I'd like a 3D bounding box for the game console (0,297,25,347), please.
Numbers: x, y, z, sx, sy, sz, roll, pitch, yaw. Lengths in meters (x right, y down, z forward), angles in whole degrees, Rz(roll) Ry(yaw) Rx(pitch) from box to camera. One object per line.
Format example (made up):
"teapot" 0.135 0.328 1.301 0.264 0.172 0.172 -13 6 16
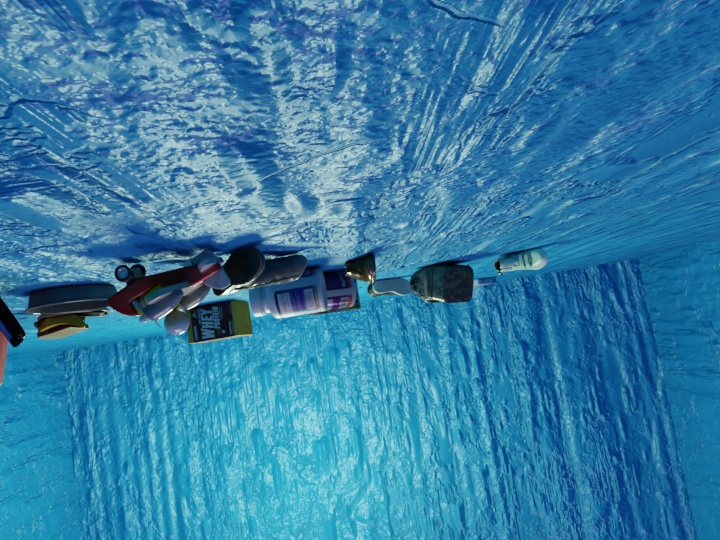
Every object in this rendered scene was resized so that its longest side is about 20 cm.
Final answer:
"game console" -0.717 0.089 0.986 0.118 0.173 0.199 -37 -169 -35

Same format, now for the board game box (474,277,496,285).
"board game box" 0.678 0.075 3.173 0.150 0.037 0.199 -15 171 44

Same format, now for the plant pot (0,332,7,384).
"plant pot" -0.976 0.206 1.344 0.198 0.179 0.200 -9 174 -1

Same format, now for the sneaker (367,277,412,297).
"sneaker" 0.116 0.071 2.220 0.198 0.072 0.099 1 171 -29

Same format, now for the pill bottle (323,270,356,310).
"pill bottle" -0.122 0.065 1.616 0.198 0.113 0.111 -6 173 -22

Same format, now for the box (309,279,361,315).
"box" -0.094 0.092 1.895 0.198 0.111 0.035 -5 172 -37

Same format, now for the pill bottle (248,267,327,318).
"pill bottle" -0.195 0.065 1.473 0.198 0.121 0.120 -9 174 2

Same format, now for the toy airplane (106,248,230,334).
"toy airplane" -0.329 0.043 0.983 0.198 0.143 0.199 -10 -178 45

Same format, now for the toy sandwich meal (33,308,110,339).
"toy sandwich meal" -0.809 0.145 1.525 0.203 0.071 0.205 -9 174 -1

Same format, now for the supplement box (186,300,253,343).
"supplement box" -0.544 0.200 2.101 0.198 0.134 0.197 -10 174 2

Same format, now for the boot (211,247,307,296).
"boot" -0.184 -0.003 1.112 0.199 0.073 0.181 -4 166 -46

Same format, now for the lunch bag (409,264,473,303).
"lunch bag" 0.295 0.044 1.968 0.167 0.141 0.199 7 -174 44

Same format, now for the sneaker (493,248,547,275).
"sneaker" 0.560 -0.026 1.918 0.117 0.075 0.200 -13 178 -25

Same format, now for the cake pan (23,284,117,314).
"cake pan" -0.636 0.064 1.210 0.198 0.037 0.200 -9 174 -1

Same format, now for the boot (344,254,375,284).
"boot" 0.000 0.000 1.438 0.075 0.075 0.200 2 174 -9
